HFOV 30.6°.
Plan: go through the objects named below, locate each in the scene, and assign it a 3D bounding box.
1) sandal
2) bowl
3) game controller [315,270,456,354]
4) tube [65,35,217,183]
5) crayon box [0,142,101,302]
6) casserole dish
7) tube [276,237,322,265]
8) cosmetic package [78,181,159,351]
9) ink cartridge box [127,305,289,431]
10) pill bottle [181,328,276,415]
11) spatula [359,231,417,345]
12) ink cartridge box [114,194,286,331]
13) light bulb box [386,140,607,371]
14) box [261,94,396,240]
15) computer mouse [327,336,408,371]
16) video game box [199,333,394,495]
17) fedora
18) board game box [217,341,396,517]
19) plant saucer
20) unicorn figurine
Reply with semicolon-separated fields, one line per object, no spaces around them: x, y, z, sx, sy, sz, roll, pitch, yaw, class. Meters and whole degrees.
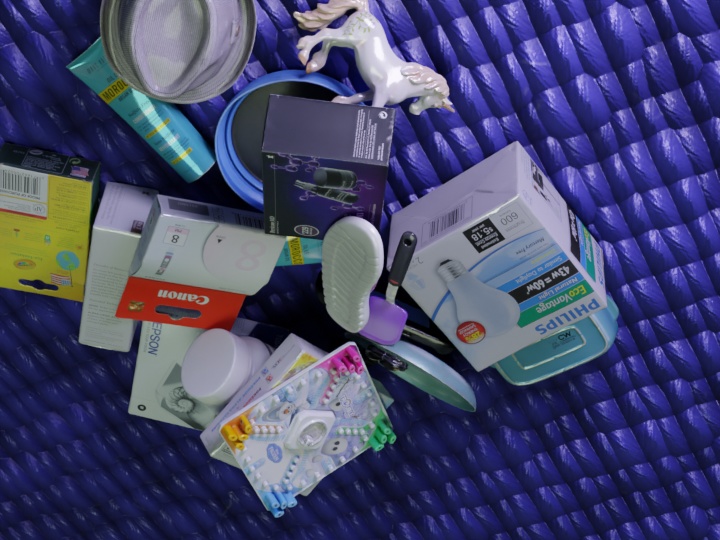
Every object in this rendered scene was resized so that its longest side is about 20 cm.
-0.006;-0.005;1.557;0.082;0.050;0.203;37;147;15;sandal
-0.075;-0.152;1.586;0.199;0.039;0.202;2;128;3;bowl
0.035;0.051;1.682;0.199;0.104;0.042;23;97;-3;game controller
-0.254;-0.193;1.570;0.077;0.050;0.200;-36;112;16;tube
-0.404;-0.058;1.681;0.126;0.051;0.201;11;128;-4;crayon box
0.250;0.092;1.750;0.199;0.039;0.121;-26;122;22;casserole dish
-0.126;-0.031;1.675;0.199;0.051;0.078;-5;146;2;tube
-0.310;-0.003;1.685;0.074;0.102;0.201;10;127;-5;cosmetic package
-0.214;0.142;1.828;0.199;0.041;0.200;12;128;-5;ink cartridge box
-0.137;0.155;1.746;0.113;0.114;0.200;-30;142;25;pill bottle
0.040;0.021;1.570;0.056;0.021;0.200;25;141;7;spatula
-0.199;0.008;1.619;0.162;0.057;0.201;9;123;-23;ink cartridge box
0.169;-0.014;1.618;0.198;0.125;0.200;-30;118;25;light bulb box
-0.039;-0.109;1.493;0.140;0.079;0.200;9;155;1;box
0.006;0.118;1.715;0.058;0.200;0.034;35;79;-18;computer mouse
-0.079;0.190;1.698;0.182;0.047;0.200;-46;137;10;video game box
-0.206;-0.262;1.460;0.176;0.090;0.201;18;118;-10;fedora
-0.061;0.208;1.674;0.199;0.026;0.200;-32;136;-9;board game box
0.070;0.123;1.726;0.200;0.200;0.028;34;80;-20;plant saucer
0.016;-0.223;1.489;0.137;0.074;0.201;-30;113;-1;unicorn figurine
